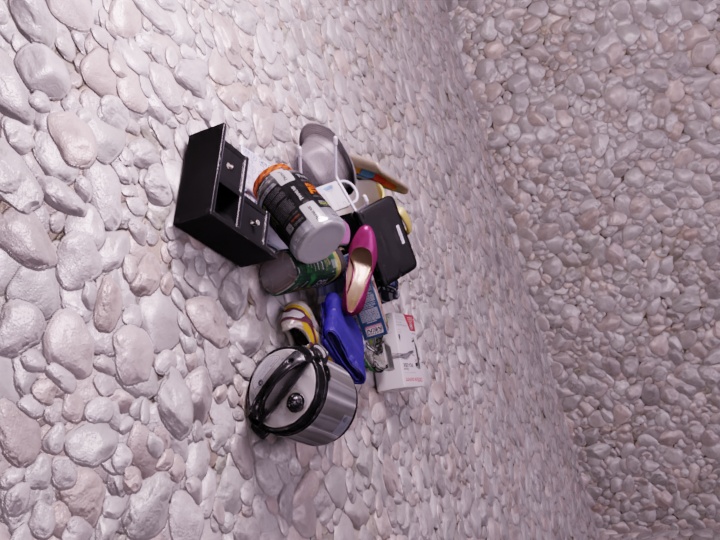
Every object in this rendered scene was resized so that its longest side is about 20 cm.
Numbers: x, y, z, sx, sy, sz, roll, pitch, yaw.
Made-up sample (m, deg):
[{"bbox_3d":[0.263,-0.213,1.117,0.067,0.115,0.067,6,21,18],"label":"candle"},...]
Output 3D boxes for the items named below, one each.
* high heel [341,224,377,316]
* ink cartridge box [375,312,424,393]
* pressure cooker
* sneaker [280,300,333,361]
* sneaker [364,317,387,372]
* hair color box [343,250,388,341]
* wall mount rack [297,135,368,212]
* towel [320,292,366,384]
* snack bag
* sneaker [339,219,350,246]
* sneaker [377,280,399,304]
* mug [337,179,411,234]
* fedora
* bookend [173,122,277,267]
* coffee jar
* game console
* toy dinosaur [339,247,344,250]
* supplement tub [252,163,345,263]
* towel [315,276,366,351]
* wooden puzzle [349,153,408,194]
[{"bbox_3d":[0.000,0.000,1.619,0.096,0.067,0.201,-69,165,-87],"label":"high heel"},{"bbox_3d":[0.095,0.220,1.974,0.147,0.083,0.201,14,65,-63],"label":"ink cartridge box"},{"bbox_3d":[-0.116,0.237,1.421,0.200,0.178,0.177,36,49,-55],"label":"pressure cooker"},{"bbox_3d":[-0.108,0.161,1.605,0.200,0.075,0.090,49,33,-28],"label":"sneaker"},{"bbox_3d":[0.031,0.161,1.870,0.078,0.085,0.201,-16,93,-65],"label":"sneaker"},{"bbox_3d":[0.010,0.054,1.721,0.100,0.060,0.201,-49,122,-84],"label":"hair color box"},{"bbox_3d":[-0.072,-0.197,1.644,0.200,0.075,0.174,-26,85,-44],"label":"wall mount rack"},{"bbox_3d":[-0.041,0.145,1.593,0.148,0.049,0.200,60,10,-20],"label":"towel"},{"bbox_3d":[-0.209,-0.149,1.610,0.188,0.021,0.201,34,48,-56],"label":"snack bag"},{"bbox_3d":[-0.122,-0.097,1.664,0.200,0.088,0.081,26,55,-33],"label":"sneaker"},{"bbox_3d":[0.030,0.018,1.912,0.200,0.108,0.070,52,34,-40],"label":"sneaker"},{"bbox_3d":[0.025,-0.122,1.923,0.187,0.149,0.153,42,-14,44],"label":"mug"},{"bbox_3d":[-0.100,-0.241,1.759,0.090,0.177,0.200,-46,135,-28],"label":"fedora"},{"bbox_3d":[-0.247,-0.140,1.428,0.200,0.092,0.199,39,47,-49],"label":"bookend"},{"bbox_3d":[-0.119,-0.003,1.597,0.200,0.104,0.086,-11,73,-57],"label":"coffee jar"},{"bbox_3d":[0.019,-0.063,1.837,0.176,0.116,0.201,-30,108,-29],"label":"game console"},{"bbox_3d":[-0.085,-0.007,1.775,0.101,0.058,0.201,1,91,-53],"label":"toy dinosaur"},{"bbox_3d":[-0.130,-0.120,1.511,0.200,0.123,0.122,50,14,27],"label":"supplement tub"},{"bbox_3d":[-0.048,0.111,1.751,0.147,0.024,0.201,-10,92,-50],"label":"towel"},{"bbox_3d":[0.013,-0.257,1.965,0.200,0.185,0.037,28,84,-59],"label":"wooden puzzle"}]
